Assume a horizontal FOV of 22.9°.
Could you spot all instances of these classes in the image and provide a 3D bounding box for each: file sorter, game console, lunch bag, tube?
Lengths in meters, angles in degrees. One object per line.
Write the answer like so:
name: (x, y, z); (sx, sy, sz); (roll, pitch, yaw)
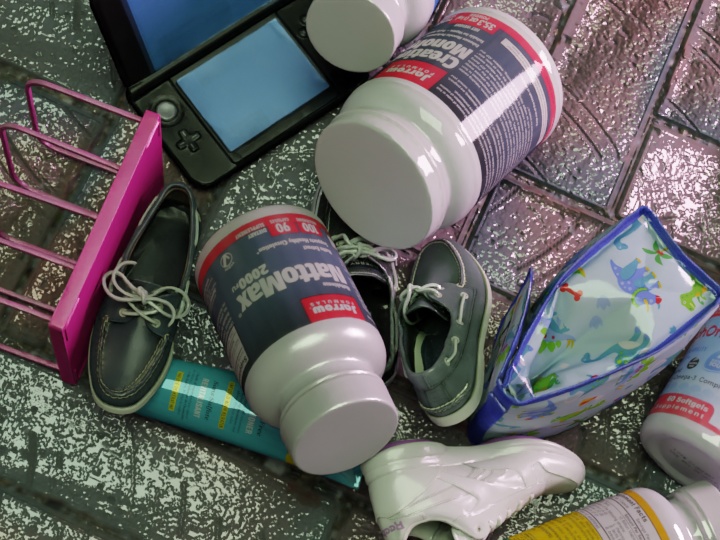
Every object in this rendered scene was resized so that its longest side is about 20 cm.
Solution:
file sorter: (-0.258, -0.036, 1.475); (0.124, 0.139, 0.201); (20, 68, 4)
game console: (-0.111, -0.204, 1.566); (0.199, 0.117, 0.176); (-34, 76, -16)
lunch bag: (0.175, 0.062, 1.465); (0.200, 0.170, 0.128); (-39, 79, -16)
tube: (-0.088, 0.118, 1.473); (0.198, 0.050, 0.078); (14, 88, 4)

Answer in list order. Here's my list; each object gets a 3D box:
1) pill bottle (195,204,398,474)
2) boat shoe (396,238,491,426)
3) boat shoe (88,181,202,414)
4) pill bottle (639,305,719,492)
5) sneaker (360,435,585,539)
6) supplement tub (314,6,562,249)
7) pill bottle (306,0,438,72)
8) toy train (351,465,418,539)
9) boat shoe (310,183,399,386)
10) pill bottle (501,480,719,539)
pill bottle: (-0.047, 0.056, 1.420); (0.119, 0.120, 0.201); (-19, 53, -12)
boat shoe: (0.065, 0.036, 1.483); (0.072, 0.062, 0.201); (-24, 40, 22)
boat shoe: (-0.173, 0.020, 1.458); (0.074, 0.062, 0.201); (20, 61, 1)
pill bottle: (0.328, 0.087, 1.504); (0.108, 0.109, 0.201); (33, 69, 7)
sneaker: (0.095, 0.188, 1.446); (0.198, 0.075, 0.100); (-1, 66, -24)
supplement tub: (0.068, -0.123, 1.516); (0.140, 0.141, 0.200); (40, 52, 10)
pill bottle: (0.021, -0.265, 1.572); (0.111, 0.113, 0.201); (23, 47, 3)
toy train: (-0.001, 0.145, 1.488); (0.046, 0.034, 0.201); (-33, 75, -13)
boat shoe: (-0.003, 0.000, 1.524); (0.073, 0.068, 0.201); (-1, 69, -6)
pill bottle: (0.203, 0.242, 1.430); (0.199, 0.113, 0.113); (-20, 72, -13)
